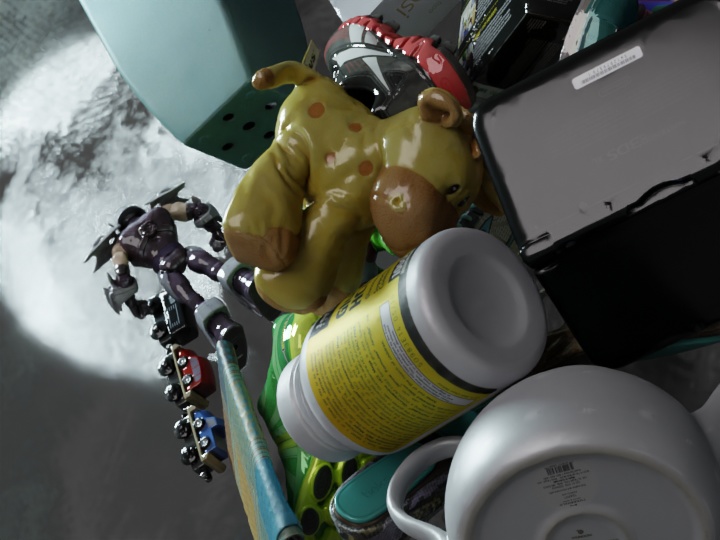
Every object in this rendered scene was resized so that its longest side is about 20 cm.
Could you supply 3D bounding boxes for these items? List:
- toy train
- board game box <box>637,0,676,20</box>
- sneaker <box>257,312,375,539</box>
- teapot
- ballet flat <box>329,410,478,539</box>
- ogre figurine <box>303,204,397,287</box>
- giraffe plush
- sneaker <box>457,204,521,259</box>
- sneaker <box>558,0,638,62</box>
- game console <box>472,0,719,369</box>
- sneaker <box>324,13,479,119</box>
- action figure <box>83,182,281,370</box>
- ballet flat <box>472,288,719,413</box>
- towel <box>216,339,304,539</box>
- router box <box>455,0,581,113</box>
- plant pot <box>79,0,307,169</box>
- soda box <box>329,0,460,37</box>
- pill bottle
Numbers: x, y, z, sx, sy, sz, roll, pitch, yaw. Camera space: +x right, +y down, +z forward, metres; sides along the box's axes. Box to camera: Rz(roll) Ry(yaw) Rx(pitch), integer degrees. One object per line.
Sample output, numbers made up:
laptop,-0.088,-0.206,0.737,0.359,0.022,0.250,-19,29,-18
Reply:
toy train,-0.147,0.096,1.627,0.046,0.034,0.201,-30,52,14
board game box,0.243,-0.224,1.306,0.134,0.045,0.202,23,96,42
sneaker,-0.035,0.125,1.454,0.083,0.073,0.202,17,111,59
teapot,0.144,0.136,1.249,0.147,0.198,0.198,-86,22,-56
ballet flat,0.060,0.140,1.377,0.200,0.072,0.072,-36,41,-21
ogre figurine,0.000,0.000,1.480,0.119,0.098,0.202,-1,102,41
giraffe plush,0.017,-0.063,1.331,0.161,0.172,0.202,6,87,28
sneaker,0.076,-0.019,1.421,0.077,0.086,0.202,-4,59,43
sneaker,0.175,-0.098,1.283,0.079,0.071,0.202,14,98,25
game console,0.200,-0.060,1.232,0.199,0.116,0.177,-26,67,15
sneaker,0.008,-0.146,1.469,0.098,0.071,0.200,-38,28,-11
action figure,-0.158,-0.001,1.636,0.130,0.070,0.200,-46,54,-10
ballet flat,0.156,0.042,1.320,0.198,0.068,0.073,-19,76,24
towel,-0.077,0.172,1.463,0.021,0.148,0.201,-12,47,-11
router box,0.124,-0.218,1.427,0.200,0.051,0.151,130,148,-69
plant pot,-0.134,-0.202,1.674,0.141,0.141,0.201,-40,56,22
soda box,0.066,-0.271,1.565,0.200,0.068,0.064,-46,46,18
pill bottle,0.029,0.060,1.302,0.200,0.112,0.114,-36,49,45
